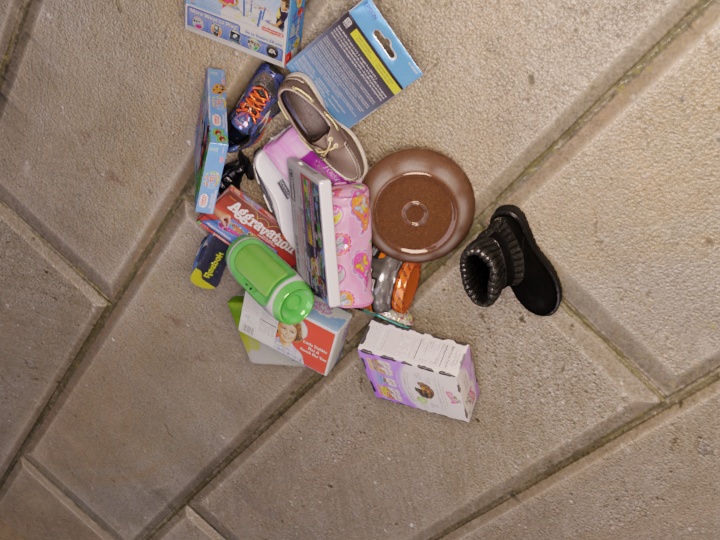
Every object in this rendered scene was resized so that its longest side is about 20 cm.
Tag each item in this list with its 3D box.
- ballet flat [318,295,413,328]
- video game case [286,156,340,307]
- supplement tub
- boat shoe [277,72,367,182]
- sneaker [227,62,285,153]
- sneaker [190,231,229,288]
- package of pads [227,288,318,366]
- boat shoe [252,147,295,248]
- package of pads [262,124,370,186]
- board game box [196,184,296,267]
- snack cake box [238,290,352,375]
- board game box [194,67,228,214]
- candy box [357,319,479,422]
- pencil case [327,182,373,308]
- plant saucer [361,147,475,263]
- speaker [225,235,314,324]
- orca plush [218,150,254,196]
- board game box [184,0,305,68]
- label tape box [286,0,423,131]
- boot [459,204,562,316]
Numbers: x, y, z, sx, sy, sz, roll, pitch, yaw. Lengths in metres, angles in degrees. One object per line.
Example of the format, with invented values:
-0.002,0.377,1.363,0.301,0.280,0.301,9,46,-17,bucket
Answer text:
0.012,0.046,1.709,0.196,0.076,0.065,19,97,12,ballet flat
-0.076,-0.066,1.491,0.182,0.023,0.204,-139,42,-63,video game case
0.000,0.000,1.637,0.196,0.123,0.124,18,131,15,supplement tub
-0.062,-0.217,1.470,0.071,0.060,0.201,-27,109,28,boat shoe
-0.182,-0.268,1.585,0.075,0.079,0.201,36,134,1,sneaker
-0.268,-0.053,1.791,0.073,0.083,0.200,28,128,-23,sneaker
-0.154,0.115,1.858,0.197,0.068,0.157,1,121,32,package of pads
-0.139,-0.128,1.672,0.202,0.071,0.068,62,168,-18,boat shoe
-0.059,-0.173,1.576,0.120,0.076,0.201,-32,104,35,package of pads
-0.194,-0.068,1.716,0.199,0.020,0.103,36,121,-28,board game box
-0.124,0.096,1.737,0.197,0.067,0.116,27,128,11,snack cake box
-0.257,-0.223,1.594,0.036,0.202,0.153,6,135,-16,board game box
0.111,0.187,1.713,0.196,0.072,0.169,13,147,24,candy box
-0.022,-0.039,1.512,0.086,0.087,0.204,8,115,26,pencil case
0.090,-0.098,1.518,0.196,0.037,0.204,1,116,3,plant saucer
-0.162,0.015,1.638,0.200,0.087,0.090,40,144,44,speaker
-0.254,-0.133,1.714,0.106,0.071,0.199,49,142,-14,orca plush
-0.182,-0.450,1.467,0.197,0.056,0.198,24,132,15,board game box
-0.002,-0.323,1.444,0.199,0.066,0.144,-29,105,40,label tape box
0.238,0.018,1.480,0.079,0.158,0.213,-18,112,39,boot
